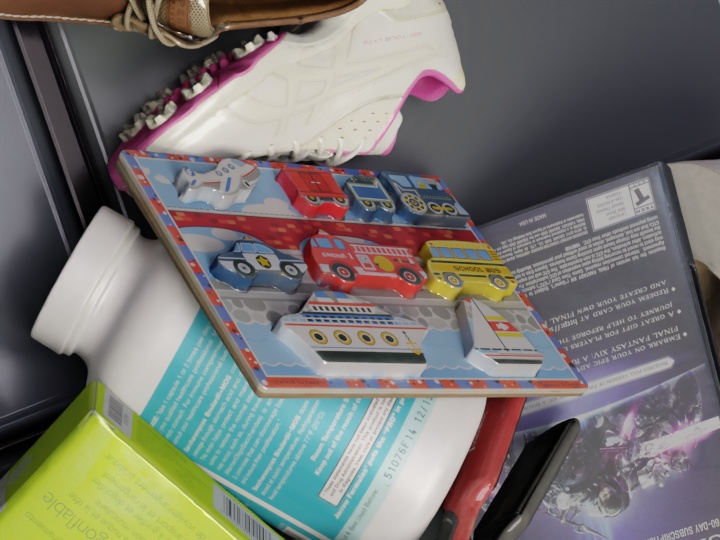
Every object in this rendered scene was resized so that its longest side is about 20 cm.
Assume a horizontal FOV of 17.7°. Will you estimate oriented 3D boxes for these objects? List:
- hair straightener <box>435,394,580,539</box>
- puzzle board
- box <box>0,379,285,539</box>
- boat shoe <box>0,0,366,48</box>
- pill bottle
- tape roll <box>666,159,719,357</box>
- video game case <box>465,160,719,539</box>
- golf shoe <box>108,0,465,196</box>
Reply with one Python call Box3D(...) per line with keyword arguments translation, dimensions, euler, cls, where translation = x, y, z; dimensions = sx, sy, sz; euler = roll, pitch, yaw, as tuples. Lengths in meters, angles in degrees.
Box3D(translation=(0.067, 0.132, 1.032), dimensions=(0.077, 0.041, 0.201), euler=(44, 37, -16), cls="hair straightener")
Box3D(translation=(0.000, 0.000, 1.059), dimensions=(0.199, 0.017, 0.151), euler=(2, 41, -41), cls="puzzle board")
Box3D(translation=(-0.140, 0.162, 1.029), dimensions=(0.122, 0.048, 0.200), euler=(42, 100, -15), cls="box")
Box3D(translation=(-0.086, -0.142, 1.065), dimensions=(0.198, 0.076, 0.072), euler=(-9, 50, -1), cls="boat shoe")
Box3D(translation=(-0.050, 0.049, 1.067), dimensions=(0.199, 0.111, 0.111), euler=(30, 74, -5), cls="pill bottle")
Box3D(translation=(0.190, 0.045, 1.137), dimensions=(0.070, 0.202, 0.204), euler=(-3, 87, -24), cls="tape roll")
Box3D(translation=(0.106, 0.064, 1.116), dimensions=(0.019, 0.142, 0.202), euler=(20, 54, -62), cls="video game case")
Box3D(translation=(-0.029, -0.080, 1.120), dimensions=(0.199, 0.075, 0.092), euler=(-36, 104, -21), cls="golf shoe")
